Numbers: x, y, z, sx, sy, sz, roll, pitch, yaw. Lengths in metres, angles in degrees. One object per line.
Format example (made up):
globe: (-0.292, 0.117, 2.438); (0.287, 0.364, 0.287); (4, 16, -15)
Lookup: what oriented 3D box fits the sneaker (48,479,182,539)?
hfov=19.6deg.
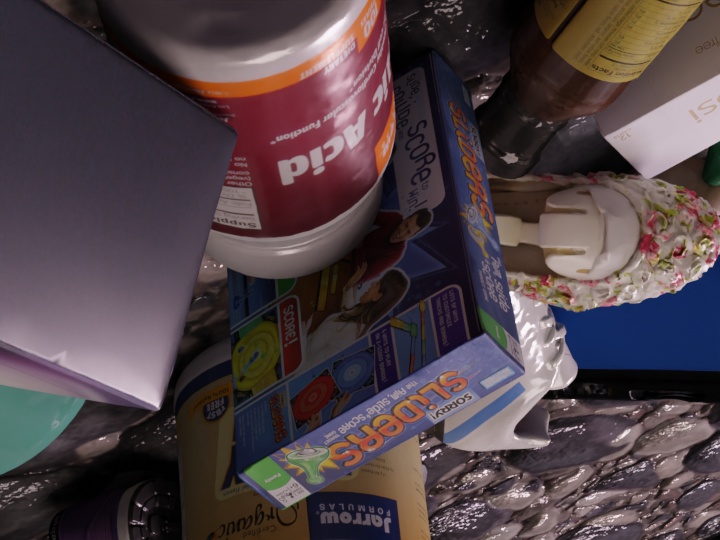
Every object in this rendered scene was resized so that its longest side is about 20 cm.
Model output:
sneaker: (-0.127, 0.177, 1.385); (0.087, 0.076, 0.200); (-11, 160, 28)

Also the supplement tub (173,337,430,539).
supplement tub: (-0.032, 0.147, 1.201); (0.144, 0.200, 0.145); (-5, 149, -3)

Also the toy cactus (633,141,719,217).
toy cactus: (0.221, -0.055, 1.171); (0.165, 0.102, 0.200); (-7, 160, 16)

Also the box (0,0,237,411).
box: (-0.187, -0.038, 0.758); (0.198, 0.124, 0.200); (7, 167, 30)

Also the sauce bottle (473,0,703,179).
sauce bottle: (0.111, -0.118, 0.976); (0.065, 0.065, 0.200); (-1, 148, -34)

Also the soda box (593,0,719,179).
soda box: (0.206, -0.126, 1.029); (0.200, 0.064, 0.068); (-29, 152, 16)

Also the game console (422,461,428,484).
game console: (-0.007, 0.206, 1.367); (0.200, 0.116, 0.176); (27, 91, -56)

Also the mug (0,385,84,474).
mug: (-0.175, 0.012, 0.926); (0.185, 0.152, 0.114); (-28, 156, 14)

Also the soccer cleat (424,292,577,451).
soccer cleat: (0.083, 0.025, 1.174); (0.086, 0.070, 0.200); (7, 135, 4)

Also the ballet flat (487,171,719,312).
ballet flat: (0.080, -0.018, 1.055); (0.200, 0.076, 0.064); (2, 178, 16)

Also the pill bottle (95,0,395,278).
pill bottle: (-0.043, -0.082, 0.882); (0.114, 0.114, 0.200); (-18, 154, -5)

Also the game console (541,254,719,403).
game console: (0.184, 0.014, 1.231); (0.200, 0.119, 0.171); (0, -160, 38)

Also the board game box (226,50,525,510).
board game box: (0.000, 0.000, 0.975); (0.135, 0.200, 0.034); (-31, 128, 21)
